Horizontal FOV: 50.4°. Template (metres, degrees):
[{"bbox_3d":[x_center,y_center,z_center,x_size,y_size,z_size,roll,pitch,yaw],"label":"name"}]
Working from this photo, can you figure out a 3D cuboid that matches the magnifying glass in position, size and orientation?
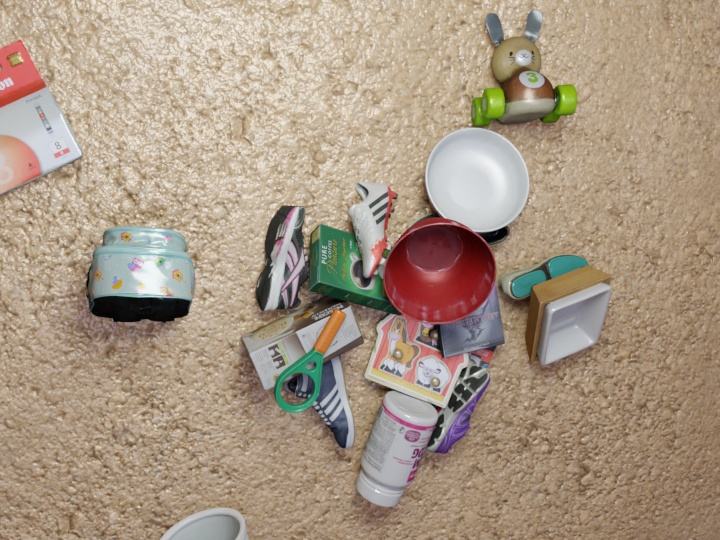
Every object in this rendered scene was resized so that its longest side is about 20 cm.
[{"bbox_3d":[-0.084,0.158,1.340,0.079,0.022,0.201,28,96,-24],"label":"magnifying glass"}]

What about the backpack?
[{"bbox_3d":[-0.355,0.009,1.247,0.174,0.200,0.155,5,84,-16],"label":"backpack"}]

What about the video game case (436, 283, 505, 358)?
[{"bbox_3d":[0.206,0.058,1.494,0.141,0.019,0.203,-10,91,-24],"label":"video game case"}]

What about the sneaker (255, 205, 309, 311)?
[{"bbox_3d":[-0.127,-0.022,1.386,0.086,0.080,0.202,8,107,-31],"label":"sneaker"}]

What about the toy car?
[{"bbox_3d":[0.291,-0.375,1.399,0.162,0.158,0.203,-4,92,-6],"label":"toy car"}]

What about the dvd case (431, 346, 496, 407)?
[{"bbox_3d":[0.186,0.199,1.549,0.145,0.022,0.202,19,95,-20],"label":"dvd case"}]

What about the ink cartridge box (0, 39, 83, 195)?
[{"bbox_3d":[-0.558,-0.239,1.211,0.161,0.050,0.202,-27,111,-10],"label":"ink cartridge box"}]

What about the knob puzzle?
[{"bbox_3d":[0.122,0.145,1.487,0.217,0.030,0.223,0,88,-6],"label":"knob puzzle"}]

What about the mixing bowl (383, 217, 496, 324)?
[{"bbox_3d":[0.137,-0.017,1.366,0.197,0.109,0.202,0,120,0],"label":"mixing bowl"}]

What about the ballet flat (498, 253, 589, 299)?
[{"bbox_3d":[0.366,0.010,1.542,0.198,0.069,0.070,-12,105,-20],"label":"ballet flat"}]

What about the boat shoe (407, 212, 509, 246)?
[{"bbox_3d":[0.189,-0.076,1.469,0.199,0.061,0.073,-5,102,-16],"label":"boat shoe"}]

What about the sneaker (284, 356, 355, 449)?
[{"bbox_3d":[-0.078,0.252,1.447,0.107,0.070,0.202,-14,99,-25],"label":"sneaker"}]

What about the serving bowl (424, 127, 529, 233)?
[{"bbox_3d":[0.212,-0.162,1.438,0.197,0.066,0.203,2,78,-8],"label":"serving bowl"}]

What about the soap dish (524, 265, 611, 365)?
[{"bbox_3d":[0.406,0.088,1.523,0.156,0.082,0.201,-20,140,-12],"label":"soap dish"}]

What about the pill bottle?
[{"bbox_3d":[0.067,0.347,1.490,0.112,0.113,0.202,14,106,-19],"label":"pill bottle"}]

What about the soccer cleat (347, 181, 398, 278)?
[{"bbox_3d":[0.013,-0.076,1.374,0.084,0.069,0.202,17,58,-10],"label":"soccer cleat"}]

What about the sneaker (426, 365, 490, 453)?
[{"bbox_3d":[0.196,0.279,1.532,0.083,0.081,0.201,28,101,-37],"label":"sneaker"}]

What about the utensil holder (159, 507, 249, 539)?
[{"bbox_3d":[-0.268,0.575,1.417,0.168,0.170,0.202,-18,110,-12],"label":"utensil holder"}]

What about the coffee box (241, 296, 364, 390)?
[{"bbox_3d":[-0.106,0.125,1.394,0.198,0.114,0.080,-24,108,-10],"label":"coffee box"}]

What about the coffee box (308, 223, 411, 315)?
[{"bbox_3d":[0.000,0.000,1.394,0.198,0.044,0.124,15,58,-28],"label":"coffee box"}]
